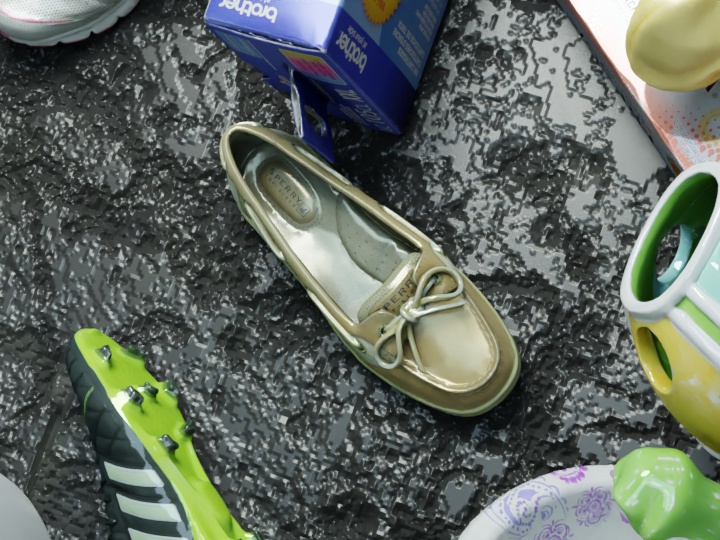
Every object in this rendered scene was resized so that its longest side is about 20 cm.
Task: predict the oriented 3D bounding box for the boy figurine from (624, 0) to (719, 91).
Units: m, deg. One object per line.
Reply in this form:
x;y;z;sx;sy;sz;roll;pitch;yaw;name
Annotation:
0.215;-0.130;0.866;0.199;0.064;0.125;-22;73;-26;boy figurine

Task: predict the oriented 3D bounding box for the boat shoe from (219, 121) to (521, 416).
0.001;-0.002;0.945;0.073;0.063;0.201;-43;72;3;boat shoe

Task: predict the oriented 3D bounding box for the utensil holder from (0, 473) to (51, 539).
-0.261;0.163;0.907;0.169;0.200;0.171;-3;78;14;utensil holder

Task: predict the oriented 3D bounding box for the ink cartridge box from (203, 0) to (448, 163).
-0.006;-0.161;0.941;0.076;0.136;0.201;19;84;22;ink cartridge box

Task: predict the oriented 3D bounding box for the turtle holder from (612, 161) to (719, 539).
0.183;0.031;0.830;0.131;0.141;0.186;29;109;-18;turtle holder

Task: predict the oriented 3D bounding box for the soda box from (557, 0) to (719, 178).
0.159;-0.118;0.930;0.068;0.064;0.201;-32;74;5;soda box

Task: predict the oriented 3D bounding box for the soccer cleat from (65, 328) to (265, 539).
-0.112;0.123;0.951;0.081;0.067;0.201;-40;72;17;soccer cleat

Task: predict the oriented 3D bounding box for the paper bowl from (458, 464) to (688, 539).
0.119;0.199;0.828;0.199;0.105;0.202;6;54;-8;paper bowl

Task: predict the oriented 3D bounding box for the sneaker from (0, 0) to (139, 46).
-0.140;-0.209;1.010;0.200;0.088;0.081;-41;72;3;sneaker
